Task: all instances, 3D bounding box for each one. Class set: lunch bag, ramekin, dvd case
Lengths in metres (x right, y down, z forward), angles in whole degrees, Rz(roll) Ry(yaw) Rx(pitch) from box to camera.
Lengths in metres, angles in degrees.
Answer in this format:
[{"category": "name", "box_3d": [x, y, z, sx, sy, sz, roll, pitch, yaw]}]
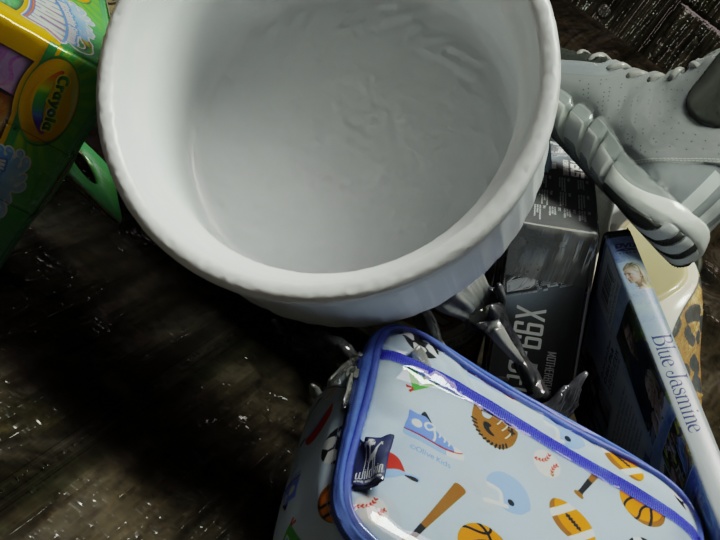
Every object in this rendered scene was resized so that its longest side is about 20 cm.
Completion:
[{"category": "lunch bag", "box_3d": [0.058, 0.114, 0.873, 0.200, 0.076, 0.160, 32, 38, -12]}, {"category": "ramekin", "box_3d": [-0.009, -0.071, 0.879, 0.200, 0.201, 0.098, 41, -6, 17]}, {"category": "dvd case", "box_3d": [0.149, 0.099, 1.006, 0.018, 0.143, 0.200, -8, 50, -10]}]

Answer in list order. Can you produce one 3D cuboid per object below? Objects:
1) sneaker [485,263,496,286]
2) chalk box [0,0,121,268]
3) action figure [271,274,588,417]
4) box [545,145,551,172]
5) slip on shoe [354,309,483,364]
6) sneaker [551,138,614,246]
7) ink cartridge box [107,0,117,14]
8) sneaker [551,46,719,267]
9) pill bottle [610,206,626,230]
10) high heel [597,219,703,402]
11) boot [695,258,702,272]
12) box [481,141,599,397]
[{"category": "sneaker", "box_3d": [0.063, -0.063, 1.232, 0.074, 0.116, 0.200, 15, -26, 10]}, {"category": "chalk box", "box_3d": [-0.191, -0.089, 0.923, 0.200, 0.124, 0.125, 28, 19, -25]}, {"category": "action figure", "box_3d": [0.030, 0.054, 0.999, 0.200, 0.119, 0.102, 39, -5, 45]}, {"category": "box", "box_3d": [-0.009, -0.123, 1.065, 0.200, 0.149, 0.107, 18, 34, 40]}, {"category": "slip on shoe", "box_3d": [0.000, 0.000, 1.182, 0.200, 0.076, 0.061, 35, -30, 34]}, {"category": "sneaker", "box_3d": [0.112, -0.040, 1.318, 0.099, 0.071, 0.200, 53, -20, 25]}, {"category": "ink cartridge box", "box_3d": [-0.214, -0.155, 1.054, 0.200, 0.075, 0.165, 28, -5, -23]}, {"category": "sneaker", "box_3d": [0.162, -0.093, 1.070, 0.075, 0.115, 0.200, 41, 9, -43]}, {"category": "pill bottle", "box_3d": [0.091, -0.070, 1.449, 0.200, 0.113, 0.113, 42, 18, 17]}, {"category": "high heel", "box_3d": [0.170, 0.072, 1.165, 0.071, 0.143, 0.200, -5, 41, 7]}, {"category": "boot", "box_3d": [0.179, -0.029, 1.587, 0.182, 0.073, 0.200, 25, 7, 13]}, {"category": "box", "box_3d": [0.099, 0.023, 1.132, 0.050, 0.158, 0.200, 9, 16, 3]}]
